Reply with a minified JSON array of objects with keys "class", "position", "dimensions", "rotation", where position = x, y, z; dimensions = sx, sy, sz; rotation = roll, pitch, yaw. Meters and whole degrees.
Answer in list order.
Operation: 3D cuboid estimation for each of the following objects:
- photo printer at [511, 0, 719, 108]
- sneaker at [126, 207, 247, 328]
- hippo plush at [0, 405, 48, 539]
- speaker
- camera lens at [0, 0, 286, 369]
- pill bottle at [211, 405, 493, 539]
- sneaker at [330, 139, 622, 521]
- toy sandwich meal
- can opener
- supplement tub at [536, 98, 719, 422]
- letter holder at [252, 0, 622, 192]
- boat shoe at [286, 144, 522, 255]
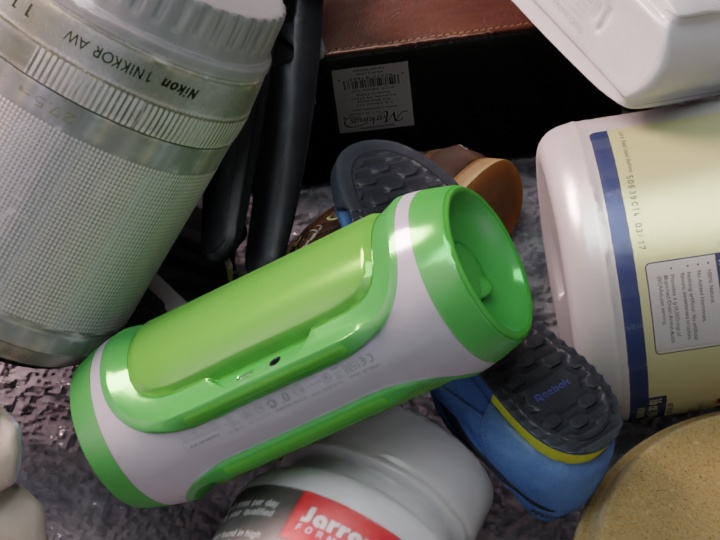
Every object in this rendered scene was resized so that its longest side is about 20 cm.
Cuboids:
[{"class":"photo printer","position":[0.157,-0.158,1.356],"dimensions":[0.200,0.070,0.166],"rotation":[-13,52,-43]},{"class":"sneaker","position":[-0.083,0.002,1.387],"dimensions":[0.083,0.072,0.200],"rotation":[-36,60,-20]},{"class":"hippo plush","position":[-0.213,0.085,1.310],"dimensions":[0.159,0.200,0.161],"rotation":[1,33,7]},{"class":"speaker","position":[-0.027,0.035,1.224],"dimensions":[0.200,0.088,0.089],"rotation":[-25,52,24]},{"class":"camera lens","position":[-0.144,-0.069,1.273],"dimensions":[0.160,0.160,0.200],"rotation":[41,108,28]},{"class":"pill bottle","position":[-0.025,0.160,1.246],"dimensions":[0.114,0.114,0.200],"rotation":[20,61,19]},{"class":"sneaker","position":[0.042,0.030,1.289],"dimensions":[0.066,0.079,0.200],"rotation":[-23,64,-30]},{"class":"toy sandwich meal","position":[0.181,0.151,1.262],"dimensions":[0.205,0.070,0.206],"rotation":[-1,50,1]},{"class":"can opener","position":[-0.046,-0.089,1.344],"dimensions":[0.063,0.079,0.200],"rotation":[14,64,-31]},{"class":"supplement tub","position":[0.191,-0.012,1.320],"dimensions":[0.199,0.145,0.145],"rotation":[-9,55,1]},{"class":"letter holder","position":[0.027,-0.138,1.453],"dimensions":[0.199,0.101,0.142],"rotation":[-7,54,2]},{"class":"boat shoe","position":[0.000,0.000,1.365],"dimensions":[0.070,0.071,0.200],"rotation":[14,34,32]}]
